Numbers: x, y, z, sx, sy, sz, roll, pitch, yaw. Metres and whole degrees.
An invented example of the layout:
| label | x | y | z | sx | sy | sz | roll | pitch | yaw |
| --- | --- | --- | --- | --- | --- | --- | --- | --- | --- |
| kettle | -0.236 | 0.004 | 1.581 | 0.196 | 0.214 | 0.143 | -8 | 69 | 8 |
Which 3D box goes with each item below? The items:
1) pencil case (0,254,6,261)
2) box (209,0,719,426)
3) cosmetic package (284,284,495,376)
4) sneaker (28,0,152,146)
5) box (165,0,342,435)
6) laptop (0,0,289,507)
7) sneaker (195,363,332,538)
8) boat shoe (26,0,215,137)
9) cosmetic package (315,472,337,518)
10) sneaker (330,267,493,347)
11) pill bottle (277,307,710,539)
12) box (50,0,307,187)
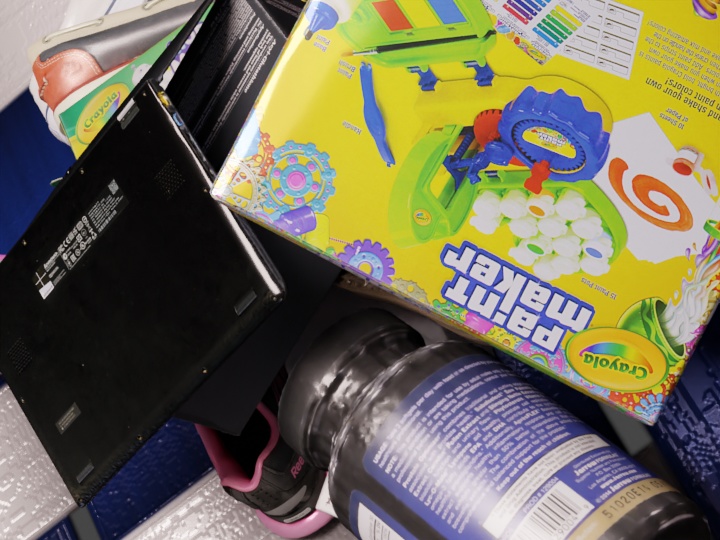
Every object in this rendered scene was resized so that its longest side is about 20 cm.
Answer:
| label | x | y | z | sx | sy | sz | roll | pitch | yaw |
| --- | --- | --- | --- | --- | --- | --- | --- | --- | --- |
| pencil case | -0.263 | 0.024 | 1.148 | 0.199 | 0.088 | 0.089 | 0 | 76 | 30 |
| box | 0.072 | -0.068 | 0.740 | 0.200 | 0.122 | 0.193 | 28 | 90 | 1 |
| cosmetic package | 0.000 | 0.000 | 1.012 | 0.101 | 0.071 | 0.200 | -28 | 64 | 20 |
| sneaker | -0.153 | -0.177 | 1.149 | 0.200 | 0.073 | 0.071 | -50 | 62 | 8 |
| box | -0.066 | -0.037 | 0.934 | 0.200 | 0.079 | 0.141 | -58 | 32 | 18 |
| laptop | -0.107 | -0.019 | 0.907 | 0.187 | 0.116 | 0.200 | -45 | 69 | 34 |
| sneaker | -0.076 | 0.059 | 1.025 | 0.079 | 0.095 | 0.200 | -37 | 60 | 18 |
| boat shoe | -0.110 | -0.151 | 1.089 | 0.200 | 0.071 | 0.063 | -26 | 67 | -5 |
| cosmetic package | 0.083 | 0.140 | 0.918 | 0.200 | 0.083 | 0.051 | 17 | 85 | 31 |
| sneaker | 0.043 | -0.003 | 0.899 | 0.200 | 0.075 | 0.071 | 37 | 102 | 54 |
| pill bottle | 0.056 | 0.104 | 0.830 | 0.200 | 0.112 | 0.112 | 37 | 95 | 33 |
| box | -0.091 | -0.103 | 1.065 | 0.200 | 0.117 | 0.048 | -34 | 67 | 17 |
